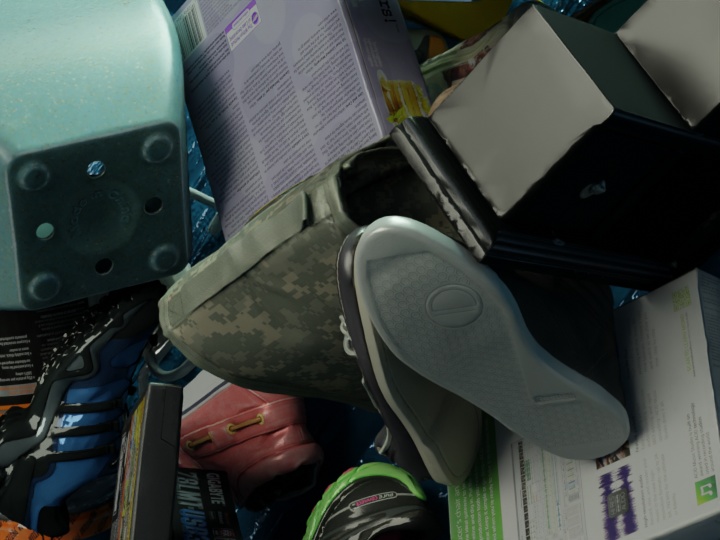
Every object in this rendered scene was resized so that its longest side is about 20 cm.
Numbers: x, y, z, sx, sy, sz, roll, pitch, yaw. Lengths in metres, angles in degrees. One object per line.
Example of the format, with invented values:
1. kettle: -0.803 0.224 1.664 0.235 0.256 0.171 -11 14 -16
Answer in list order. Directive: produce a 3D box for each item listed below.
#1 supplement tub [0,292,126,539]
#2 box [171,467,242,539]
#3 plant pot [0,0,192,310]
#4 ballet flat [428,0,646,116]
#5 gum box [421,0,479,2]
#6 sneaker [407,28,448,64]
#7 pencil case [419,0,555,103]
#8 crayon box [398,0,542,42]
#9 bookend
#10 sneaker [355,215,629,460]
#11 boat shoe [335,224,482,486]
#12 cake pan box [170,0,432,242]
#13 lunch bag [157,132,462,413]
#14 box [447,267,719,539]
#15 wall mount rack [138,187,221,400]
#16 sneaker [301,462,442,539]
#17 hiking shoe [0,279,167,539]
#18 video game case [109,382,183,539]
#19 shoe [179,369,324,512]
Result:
1. supplement tub: -0.232 0.089 1.435 0.122 0.122 0.200 8 107 52
2. box: -0.105 0.242 1.200 0.200 0.050 0.199 -127 42 -75
3. plant pot: -0.205 -0.080 1.324 0.200 0.196 0.197 -131 33 -50
4. ballet flat: 0.123 -0.117 1.146 0.068 0.200 0.067 70 163 -8
5. gum box: 0.078 -0.186 1.149 0.170 0.200 0.045 11 109 49
6. sneaker: -0.014 -0.160 1.384 0.200 0.076 0.092 -4 77 49
7. pencil case: 0.056 -0.104 1.263 0.200 0.089 0.078 -22 48 43
8. crayon box: 0.016 -0.206 1.338 0.200 0.127 0.051 32 97 54
9. bookend: 0.156 -0.093 1.029 0.200 0.199 0.092 -46 60 23
10. sneaker: 0.068 0.012 1.049 0.071 0.200 0.099 -30 38 29
11. boat shoe: 0.012 0.048 1.087 0.063 0.200 0.073 11 55 28
12. cake pan box: -0.045 -0.120 1.269 0.200 0.052 0.184 -39 61 48
13. lunch bag: 0.000 0.000 1.174 0.164 0.200 0.118 -33 57 37
14. box: 0.128 0.103 1.108 0.200 0.036 0.145 -29 50 37
15. wall mount rack: -0.147 0.041 1.455 0.174 0.075 0.200 -49 39 15
16. sneaker: -0.015 0.213 1.190 0.084 0.077 0.200 31 99 50
17. hiking shoe: -0.181 0.092 1.347 0.200 0.087 0.074 -50 13 13
18. video game case: -0.135 0.179 1.200 0.181 0.025 0.200 133 143 -74
19. shoe: -0.091 0.124 1.333 0.200 0.071 0.091 -42 63 52
